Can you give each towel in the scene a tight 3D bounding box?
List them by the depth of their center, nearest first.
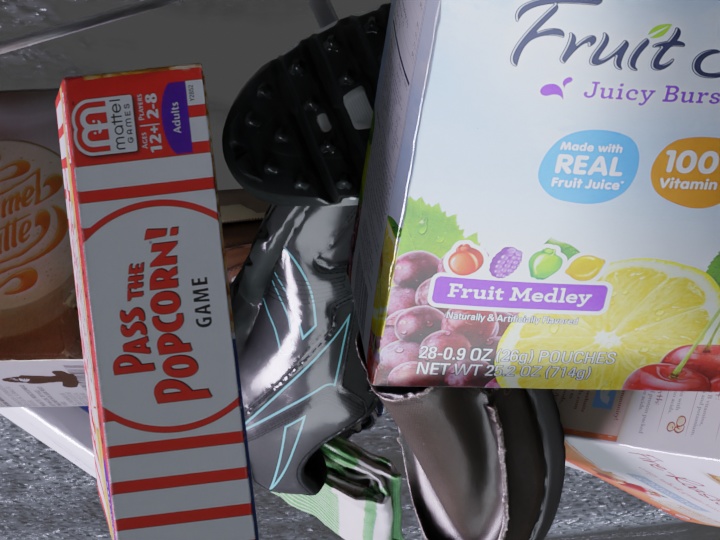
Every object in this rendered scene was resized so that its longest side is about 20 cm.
[{"bbox_3d":[-0.071,0.073,1.173,0.200,0.023,0.153,26,166,9],"label":"towel"}]

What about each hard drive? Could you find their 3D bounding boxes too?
[{"bbox_3d":[-0.162,0.052,1.172,0.200,0.025,0.132,32,171,19],"label":"hard drive"}]

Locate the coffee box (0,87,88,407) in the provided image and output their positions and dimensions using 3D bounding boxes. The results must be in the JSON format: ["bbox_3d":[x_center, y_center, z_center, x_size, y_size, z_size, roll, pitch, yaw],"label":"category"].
[{"bbox_3d":[-0.178,-0.007,1.027,0.199,0.115,0.080,-1,164,8],"label":"coffee box"}]

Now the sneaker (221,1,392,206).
[{"bbox_3d":[0.051,-0.065,0.863,0.200,0.067,0.091,-22,170,1],"label":"sneaker"}]

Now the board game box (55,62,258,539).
[{"bbox_3d":[-0.073,0.011,0.865,0.046,0.152,0.200,-6,-178,-7],"label":"board game box"}]

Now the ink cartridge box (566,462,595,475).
[{"bbox_3d":[0.168,0.051,1.235,0.144,0.084,0.200,-15,155,38],"label":"ink cartridge box"}]

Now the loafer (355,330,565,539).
[{"bbox_3d":[0.028,0.038,0.993,0.071,0.201,0.073,-29,-146,-34],"label":"loafer"}]

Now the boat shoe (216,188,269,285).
[{"bbox_3d":[0.000,0.000,1.111,0.199,0.068,0.072,-7,160,22],"label":"boat shoe"}]

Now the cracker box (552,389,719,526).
[{"bbox_3d":[0.174,0.070,1.016,0.200,0.058,0.134,5,162,47],"label":"cracker box"}]

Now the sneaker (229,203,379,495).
[{"bbox_3d":[-0.016,0.013,1.040,0.079,0.075,0.200,27,125,-2],"label":"sneaker"}]

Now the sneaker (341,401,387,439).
[{"bbox_3d":[-0.014,0.050,1.236,0.077,0.085,0.200,-17,156,42],"label":"sneaker"}]

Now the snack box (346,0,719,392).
[{"bbox_3d":[0.092,-0.058,0.767,0.168,0.068,0.200,1,125,-11],"label":"snack box"}]

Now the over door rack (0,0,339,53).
[{"bbox_3d":[-0.076,-0.113,0.796,0.199,0.067,0.148,-7,166,-25],"label":"over door rack"}]
